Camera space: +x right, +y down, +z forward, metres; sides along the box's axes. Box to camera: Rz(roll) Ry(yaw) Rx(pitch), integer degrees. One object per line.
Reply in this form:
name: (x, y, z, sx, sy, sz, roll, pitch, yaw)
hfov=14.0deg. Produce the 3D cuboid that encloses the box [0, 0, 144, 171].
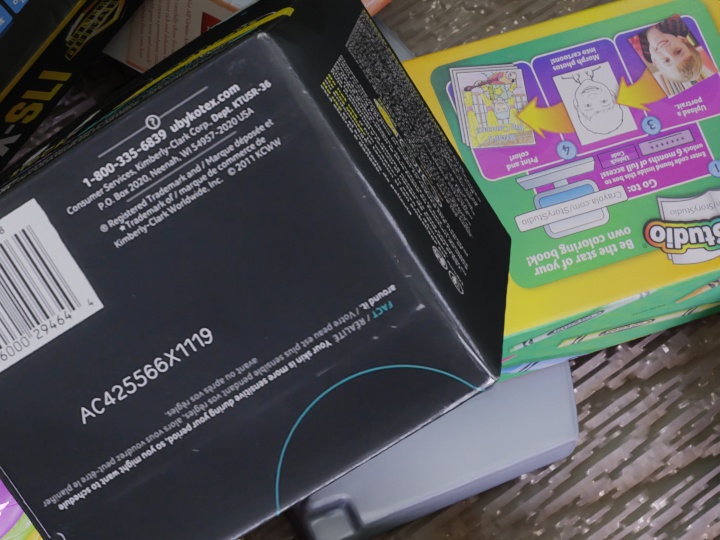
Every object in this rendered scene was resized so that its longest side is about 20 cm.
box: (-0.188, -0.095, 1.075, 0.200, 0.049, 0.160, -47, 75, 16)

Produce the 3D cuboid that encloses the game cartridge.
game cartridge: (0.000, 0.000, 1.147, 0.133, 0.041, 0.201, -21, 74, -14)

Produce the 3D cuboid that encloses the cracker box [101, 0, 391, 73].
cracker box: (-0.084, -0.148, 1.130, 0.199, 0.058, 0.134, 28, 46, 22)

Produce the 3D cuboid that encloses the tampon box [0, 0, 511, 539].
tampon box: (-0.046, -0.003, 0.954, 0.150, 0.200, 0.127, -32, 98, 10)

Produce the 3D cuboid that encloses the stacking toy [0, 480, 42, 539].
stacking toy: (-0.142, 0.064, 0.991, 0.116, 0.200, 0.110, -42, 80, -11)

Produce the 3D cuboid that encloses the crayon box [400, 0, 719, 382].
crayon box: (0.070, -0.029, 1.121, 0.199, 0.058, 0.119, -16, 72, -17)
